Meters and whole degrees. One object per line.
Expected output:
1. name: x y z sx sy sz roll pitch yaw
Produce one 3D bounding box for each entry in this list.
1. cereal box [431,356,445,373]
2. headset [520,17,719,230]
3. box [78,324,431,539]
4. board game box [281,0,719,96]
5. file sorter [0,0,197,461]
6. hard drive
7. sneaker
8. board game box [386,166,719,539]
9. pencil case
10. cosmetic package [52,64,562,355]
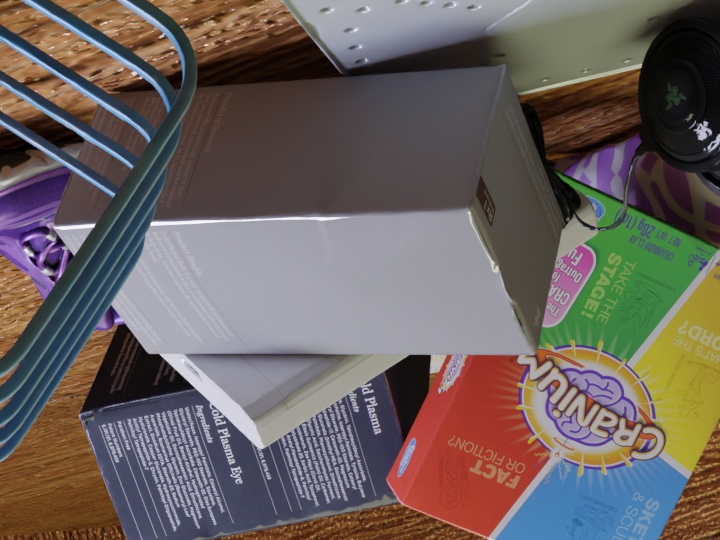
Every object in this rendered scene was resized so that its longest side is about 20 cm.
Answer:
1. cereal box: 0.106 0.063 1.549 0.199 0.040 0.144 -10 168 -1
2. headset: 0.161 -0.082 0.740 0.200 0.094 0.123 -32 156 23
3. box: -0.056 0.066 1.027 0.181 0.105 0.200 -13 -156 11
4. board game box: 0.084 -0.117 0.683 0.199 0.026 0.200 -12 169 11
5. file sorter: -0.140 -0.023 0.549 0.122 0.139 0.200 31 162 -3
6. hard drive: 0.000 0.000 0.815 0.200 0.026 0.132 -32 -144 -18
7. sneaker: -0.146 -0.014 0.841 0.080 0.084 0.200 -13 167 12
8. board game box: 0.126 0.062 0.917 0.152 0.201 0.040 23 -172 -15
9. pencil case: 0.198 -0.056 0.952 0.200 0.084 0.086 -19 -156 45
10. cosmetic package: -0.020 -0.022 0.726 0.199 0.091 0.107 -2 142 20
